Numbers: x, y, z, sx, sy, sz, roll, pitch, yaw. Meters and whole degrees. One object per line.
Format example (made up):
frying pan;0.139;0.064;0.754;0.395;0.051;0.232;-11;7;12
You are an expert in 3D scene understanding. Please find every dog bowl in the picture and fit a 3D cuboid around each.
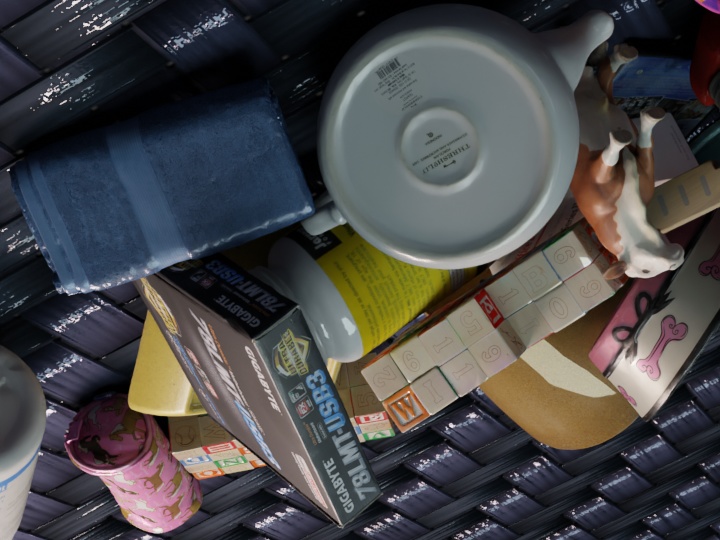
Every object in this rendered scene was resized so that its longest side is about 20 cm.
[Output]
dog bowl;0.260;0.021;1.458;0.201;0.074;0.200;-56;173;-10

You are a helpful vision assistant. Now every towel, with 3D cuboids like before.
towel;-0.138;-0.059;1.244;0.199;0.112;0.049;-17;-161;8

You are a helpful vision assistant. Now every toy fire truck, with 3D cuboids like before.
toy fire truck;0.292;-0.116;1.363;0.199;0.177;0.129;-17;149;-11

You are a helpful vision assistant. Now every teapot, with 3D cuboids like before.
teapot;0.064;-0.100;1.270;0.199;0.198;0.146;12;-163;7

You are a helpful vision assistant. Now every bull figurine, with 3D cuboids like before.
bull figurine;0.187;-0.089;1.328;0.065;0.200;0.122;-11;141;-17

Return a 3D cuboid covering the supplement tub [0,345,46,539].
supplement tub;-0.334;0.156;1.464;0.131;0.132;0.200;-10;150;-23

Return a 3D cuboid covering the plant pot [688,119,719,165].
plant pot;0.404;-0.033;1.588;0.199;0.197;0.200;-17;152;-9

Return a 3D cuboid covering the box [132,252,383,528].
box;-0.084;0.071;1.317;0.050;0.198;0.200;-37;130;-17

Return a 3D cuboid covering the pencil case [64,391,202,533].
pencil case;-0.210;0.184;1.660;0.083;0.087;0.200;-34;153;-6

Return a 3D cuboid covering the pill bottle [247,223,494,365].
pill bottle;0.000;0.000;1.382;0.200;0.114;0.114;-35;157;-17

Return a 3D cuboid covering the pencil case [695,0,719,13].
pencil case;0.297;-0.263;1.209;0.088;0.089;0.200;10;141;-47

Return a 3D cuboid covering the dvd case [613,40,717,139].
dvd case;0.225;-0.121;1.490;0.142;0.018;0.200;-2;147;-35

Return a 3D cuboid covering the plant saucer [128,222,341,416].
plant saucer;-0.080;0.047;1.478;0.199;0.049;0.201;-6;132;-29

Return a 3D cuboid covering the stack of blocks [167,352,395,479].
stack of blocks;-0.071;0.137;1.648;0.199;0.059;0.115;-11;160;4

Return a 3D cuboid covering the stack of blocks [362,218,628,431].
stack of blocks;0.109;0.039;1.396;0.200;0.059;0.115;-34;-179;23

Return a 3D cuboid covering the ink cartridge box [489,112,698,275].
ink cartridge box;0.166;-0.059;1.464;0.199;0.068;0.117;-11;152;-20

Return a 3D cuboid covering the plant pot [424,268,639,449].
plant pot;0.147;0.039;1.584;0.186;0.187;0.200;-36;135;26
